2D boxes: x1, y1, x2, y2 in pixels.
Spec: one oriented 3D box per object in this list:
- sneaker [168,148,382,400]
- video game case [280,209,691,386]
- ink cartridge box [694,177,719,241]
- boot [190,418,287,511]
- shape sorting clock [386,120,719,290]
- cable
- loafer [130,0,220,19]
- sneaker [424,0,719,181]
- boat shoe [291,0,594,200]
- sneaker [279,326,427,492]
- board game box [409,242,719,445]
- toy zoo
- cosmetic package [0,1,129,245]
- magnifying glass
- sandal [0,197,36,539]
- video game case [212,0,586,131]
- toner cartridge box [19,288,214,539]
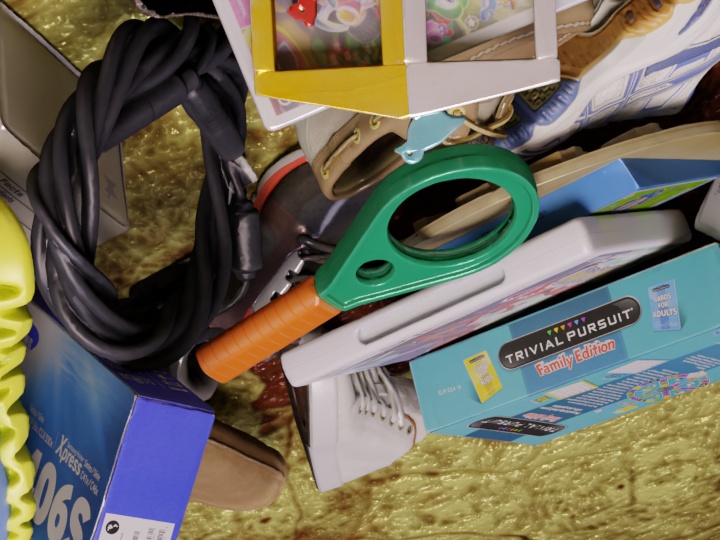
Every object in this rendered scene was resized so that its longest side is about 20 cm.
[{"bbox_3d":[-0.039,0.007,1.038,0.077,0.082,0.200,20,132,-35],"label":"sneaker"},{"bbox_3d":[0.075,0.013,1.035,0.181,0.023,0.200,-25,173,23],"label":"video game case"},{"bbox_3d":[0.317,-0.010,1.025,0.199,0.175,0.084,18,98,-33],"label":"ink cartridge box"},{"bbox_3d":[-0.157,0.092,1.119,0.174,0.067,0.200,16,170,24],"label":"boot"},{"bbox_3d":[0.107,-0.037,1.006,0.199,0.040,0.200,-22,174,-2],"label":"shape sorting clock"},{"bbox_3d":[-0.091,-0.039,0.882,0.050,0.165,0.200,12,-172,21],"label":"cable"},{"bbox_3d":[-0.023,-0.135,0.870,0.198,0.072,0.073,-2,142,-12],"label":"loafer"},{"bbox_3d":[0.124,-0.095,0.959,0.199,0.076,0.088,-32,139,25],"label":"sneaker"},{"bbox_3d":[0.042,-0.085,0.904,0.074,0.067,0.199,-10,173,-38],"label":"boat shoe"},{"bbox_3d":[-0.001,0.073,1.140,0.084,0.073,0.200,-16,160,-3],"label":"sneaker"},{"bbox_3d":[0.151,0.048,1.112,0.199,0.047,0.151,-22,162,26],"label":"board game box"},{"bbox_3d":[0.016,-0.145,0.786,0.130,0.020,0.202,-2,98,3],"label":"toy zoo"},{"bbox_3d":[-0.224,-0.033,0.934,0.199,0.088,0.103,-25,139,18],"label":"cosmetic package"},{"bbox_3d":[0.000,0.000,0.925,0.199,0.023,0.079,-34,137,24],"label":"magnifying glass"},{"bbox_3d":[-0.196,0.060,0.857,0.086,0.079,0.202,-13,121,-27],"label":"sandal"},{"bbox_3d":[0.025,-0.163,0.803,0.199,0.144,0.018,-22,-174,5],"label":"video game case"},{"bbox_3d":[-0.139,0.078,0.918,0.043,0.200,0.096,16,96,-30],"label":"toner cartridge box"}]
